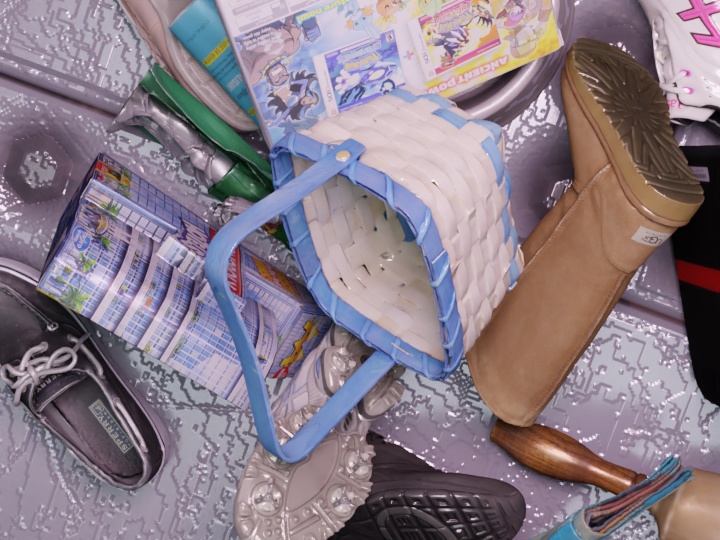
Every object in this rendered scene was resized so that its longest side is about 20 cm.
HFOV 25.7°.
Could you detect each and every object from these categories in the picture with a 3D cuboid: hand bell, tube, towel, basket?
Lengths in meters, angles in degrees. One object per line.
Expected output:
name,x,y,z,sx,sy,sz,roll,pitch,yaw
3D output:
hand bell,0.182,0.148,1.076,0.199,0.104,0.105,20,97,15
tube,-0.039,-0.105,1.037,0.200,0.050,0.077,45,133,-9
towel,0.106,0.183,1.010,0.200,0.146,0.022,-37,77,36
basket,0.000,0.000,0.942,0.139,0.200,0.177,24,142,33

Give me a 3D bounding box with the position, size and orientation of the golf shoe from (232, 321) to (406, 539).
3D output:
golf shoe,-0.036,0.120,1.031,0.078,0.200,0.097,41,134,-8

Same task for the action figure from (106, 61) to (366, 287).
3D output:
action figure,-0.077,-0.054,1.065,0.200,0.118,0.055,35,79,-10

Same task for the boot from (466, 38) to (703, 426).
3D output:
boot,0.127,-0.028,1.030,0.066,0.176,0.200,15,130,-22

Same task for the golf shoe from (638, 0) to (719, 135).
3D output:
golf shoe,0.225,-0.144,1.029,0.092,0.073,0.200,-42,91,-9

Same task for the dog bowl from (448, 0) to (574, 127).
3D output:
dog bowl,0.045,-0.181,1.056,0.199,0.059,0.201,0,95,5

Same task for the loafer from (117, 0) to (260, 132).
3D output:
loafer,-0.126,-0.179,1.077,0.072,0.063,0.200,-37,97,-25

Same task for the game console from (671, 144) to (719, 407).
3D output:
game console,0.235,0.008,0.988,0.031,0.200,0.178,-9,94,-2

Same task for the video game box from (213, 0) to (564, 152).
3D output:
video game box,0.011,-0.176,0.942,0.199,0.047,0.183,-23,130,-5

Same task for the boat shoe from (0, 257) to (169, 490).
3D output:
boat shoe,-0.214,0.074,1.099,0.073,0.068,0.200,-36,92,7

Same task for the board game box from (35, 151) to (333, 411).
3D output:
board game box,-0.106,0.014,1.043,0.199,0.200,0.062,31,99,-13

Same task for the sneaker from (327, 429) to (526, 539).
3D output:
sneaker,0.017,0.146,1.057,0.199,0.091,0.076,-2,129,23
